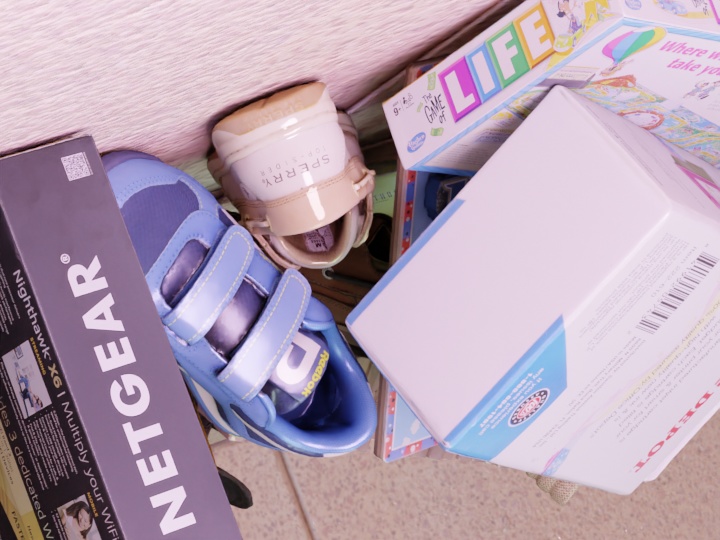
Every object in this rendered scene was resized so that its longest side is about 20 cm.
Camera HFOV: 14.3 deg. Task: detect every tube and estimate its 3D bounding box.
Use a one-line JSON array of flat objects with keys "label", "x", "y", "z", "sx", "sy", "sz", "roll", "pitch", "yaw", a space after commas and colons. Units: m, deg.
[{"label": "tube", "x": 0.011, "y": -0.036, "z": 1.566, "sx": 0.058, "sy": 0.052, "sz": 0.200, "roll": -56, "pitch": 170, "yaw": 0}]

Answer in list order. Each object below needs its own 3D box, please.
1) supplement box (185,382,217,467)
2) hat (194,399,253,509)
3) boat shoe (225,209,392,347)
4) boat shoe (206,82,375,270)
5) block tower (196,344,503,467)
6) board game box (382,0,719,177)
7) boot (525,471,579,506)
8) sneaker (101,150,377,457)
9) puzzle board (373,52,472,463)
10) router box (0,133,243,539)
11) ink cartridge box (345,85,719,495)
[{"label": "supplement box", "x": -0.187, "y": 0.070, "z": 1.380, "sx": 0.196, "sy": 0.133, "sz": 0.200, "roll": -21, "pitch": 175, "yaw": -1}, {"label": "hat", "x": -0.135, "y": 0.065, "z": 1.705, "sx": 0.081, "sy": 0.200, "sz": 0.201, "roll": -62, "pitch": -179, "yaw": -9}, {"label": "boat shoe", "x": 0.000, "y": 0.000, "z": 1.457, "sx": 0.199, "sy": 0.068, "sz": 0.072, "roll": 22, "pitch": -159, "yaw": 18}, {"label": "boat shoe", "x": -0.028, "y": -0.034, "z": 1.305, "sx": 0.073, "sy": 0.069, "sz": 0.200, "roll": -21, "pitch": 175, "yaw": 3}, {"label": "block tower", "x": 0.007, "y": 0.061, "z": 1.497, "sx": 0.199, "sy": 0.058, "sz": 0.054, "roll": 10, "pitch": -161, "yaw": -39}, {"label": "board game box", "x": 0.125, "y": -0.083, "z": 1.281, "sx": 0.134, "sy": 0.034, "sz": 0.200, "roll": -34, "pitch": 156, "yaw": 36}, {"label": "boot", "x": 0.117, "y": 0.018, "z": 1.633, "sx": 0.200, "sy": 0.155, "sz": 0.073, "roll": -52, "pitch": 172, "yaw": -18}, {"label": "sneaker", "x": -0.058, "y": 0.017, "z": 1.254, "sx": 0.074, "sy": 0.082, "sz": 0.200, "roll": -55, "pitch": 136, "yaw": -10}, {"label": "puzzle board", "x": 0.073, "y": -0.016, "z": 1.362, "sx": 0.150, "sy": 0.201, "sz": 0.017, "roll": -17, "pitch": -148, "yaw": -39}, {"label": "router box", "x": -0.127, "y": 0.063, "z": 1.183, "sx": 0.052, "sy": 0.201, "sz": 0.157, "roll": -18, "pitch": 174, "yaw": -32}, {"label": "ink cartridge box", "x": 0.106, "y": 0.015, "z": 1.285, "sx": 0.145, "sy": 0.085, "sz": 0.200, "roll": -47, "pitch": 151, "yaw": 13}]
